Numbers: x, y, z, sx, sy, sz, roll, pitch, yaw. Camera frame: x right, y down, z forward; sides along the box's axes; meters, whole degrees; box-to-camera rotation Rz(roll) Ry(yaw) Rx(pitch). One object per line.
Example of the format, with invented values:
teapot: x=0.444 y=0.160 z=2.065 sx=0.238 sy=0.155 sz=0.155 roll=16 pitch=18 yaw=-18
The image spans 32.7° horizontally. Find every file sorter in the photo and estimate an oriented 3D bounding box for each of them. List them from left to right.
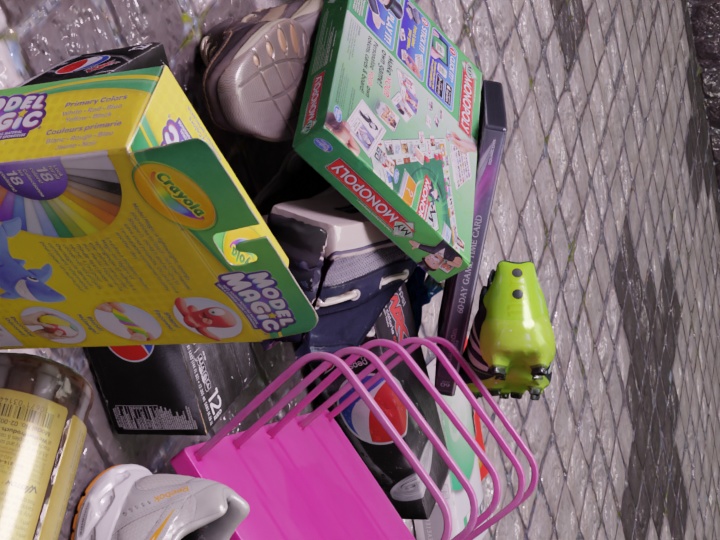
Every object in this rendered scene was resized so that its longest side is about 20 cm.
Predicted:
file sorter: x=0.012 y=0.123 z=0.749 sx=0.139 sy=0.125 sz=0.200 roll=54 pitch=18 yaw=13

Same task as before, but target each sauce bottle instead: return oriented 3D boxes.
sauce bottle: x=-0.169 y=0.136 z=0.528 sx=0.065 sy=0.064 sz=0.202 roll=53 pitch=40 yaw=-50

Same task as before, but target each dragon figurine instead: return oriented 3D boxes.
dragon figurine: x=0.030 y=0.014 z=0.982 sx=0.100 sy=0.058 sz=0.202 roll=-52 pitch=153 yaw=-56

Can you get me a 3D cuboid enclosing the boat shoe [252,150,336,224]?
boat shoe: x=-0.024 y=-0.060 z=0.868 sx=0.200 sy=0.073 sz=0.066 roll=-59 pitch=143 yaw=-53

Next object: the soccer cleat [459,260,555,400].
soccer cleat: x=0.106 y=0.046 z=0.874 sx=0.200 sy=0.067 sz=0.082 roll=90 pitch=2 yaw=-76

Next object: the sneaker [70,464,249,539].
sneaker: x=-0.108 y=0.196 z=0.619 sx=0.076 sy=0.091 sz=0.202 roll=43 pitch=48 yaw=-56

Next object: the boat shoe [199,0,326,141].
boat shoe: x=-0.064 y=-0.128 z=0.792 sx=0.200 sy=0.073 sz=0.075 roll=-51 pitch=135 yaw=-64

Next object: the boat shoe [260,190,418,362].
boat shoe: x=0.000 y=0.000 z=0.805 sx=0.199 sy=0.074 sz=0.094 roll=-12 pitch=116 yaw=-55

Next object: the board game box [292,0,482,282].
board game box: x=0.024 y=-0.106 z=0.792 sx=0.134 sy=0.029 sz=0.201 roll=42 pitch=36 yaw=-28

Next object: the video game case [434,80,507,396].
video game case: x=0.081 y=-0.028 z=0.913 sx=0.143 sy=0.019 sz=0.202 roll=-77 pitch=177 yaw=-69

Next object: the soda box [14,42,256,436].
soda box: x=-0.119 y=-0.014 z=0.660 sx=0.071 sy=0.063 sz=0.202 roll=-51 pitch=132 yaw=-57

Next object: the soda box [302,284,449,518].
soda box: x=0.010 y=0.086 z=0.917 sx=0.071 sy=0.063 sz=0.202 roll=-54 pitch=134 yaw=-55

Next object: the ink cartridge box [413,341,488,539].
ink cartridge box: x=0.097 y=0.157 z=1.139 sx=0.200 sy=0.050 sz=0.163 roll=-32 pitch=116 yaw=-61

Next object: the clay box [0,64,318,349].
clay box: x=-0.118 y=-0.019 z=0.498 sx=0.115 sy=0.198 sz=0.048 roll=60 pitch=35 yaw=-45
